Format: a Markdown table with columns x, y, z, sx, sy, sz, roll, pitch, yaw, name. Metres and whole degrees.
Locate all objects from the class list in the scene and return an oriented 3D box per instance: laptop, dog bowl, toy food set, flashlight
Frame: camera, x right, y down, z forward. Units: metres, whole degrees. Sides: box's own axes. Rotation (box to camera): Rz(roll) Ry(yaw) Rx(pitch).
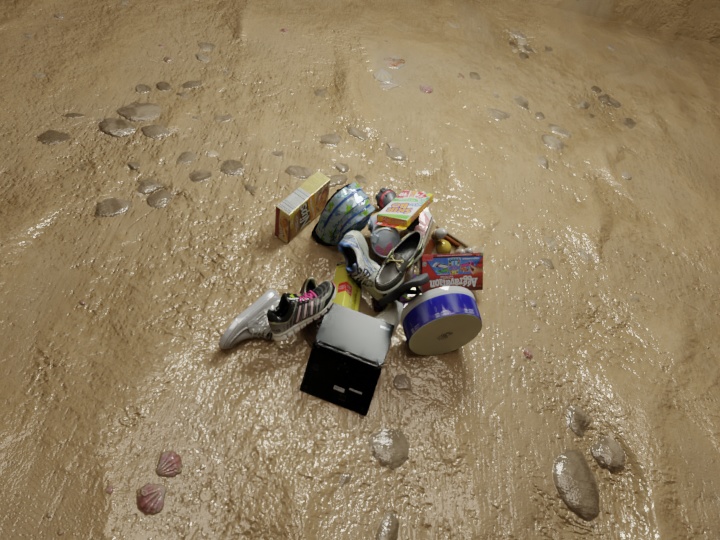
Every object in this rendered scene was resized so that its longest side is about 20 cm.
| x | y | z | sx | sy | sz | roll | pitch | yaw | name |
| --- | --- | --- | --- | --- | --- | --- | --- | --- | --- |
| -0.031 | 0.211 | 1.334 | 0.173 | 0.205 | 0.103 | 19 | 12 | 5 | laptop |
| 0.203 | 0.129 | 1.385 | 0.194 | 0.202 | 0.080 | -4 | 54 | -15 | dog bowl |
| 0.253 | -0.044 | 1.556 | 0.197 | 0.060 | 0.147 | 28 | 72 | -20 | toy food set |
| 0.112 | -0.189 | 1.648 | 0.068 | 0.068 | 0.200 | -47 | 33 | 0 | flashlight |

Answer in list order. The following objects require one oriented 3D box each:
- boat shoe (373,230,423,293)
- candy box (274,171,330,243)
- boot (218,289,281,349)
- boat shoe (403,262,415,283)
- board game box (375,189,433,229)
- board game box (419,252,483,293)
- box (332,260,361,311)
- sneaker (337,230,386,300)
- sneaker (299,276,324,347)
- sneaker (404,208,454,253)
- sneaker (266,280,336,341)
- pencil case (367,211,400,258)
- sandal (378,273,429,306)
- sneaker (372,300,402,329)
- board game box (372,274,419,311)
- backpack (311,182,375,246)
| x | y | z | sx | sy | sz | roll | pitch | yaw | name |
| --- | --- | --- | --- | --- | --- | --- | --- | --- | --- |
| 0.098 | -0.025 | 1.429 | 0.071 | 0.061 | 0.202 | 26 | 55 | 24 | boat shoe |
| -0.168 | -0.186 | 1.610 | 0.055 | 0.117 | 0.200 | 30 | 52 | 15 | candy box |
| -0.251 | 0.141 | 1.366 | 0.095 | 0.074 | 0.200 | 39 | 61 | 9 | boot |
| 0.112 | -0.019 | 1.540 | 0.069 | 0.078 | 0.201 | 3 | 22 | -2 | boat shoe |
| 0.122 | -0.171 | 1.533 | 0.093 | 0.031 | 0.200 | 12 | 37 | 26 | board game box |
| 0.252 | 0.006 | 1.527 | 0.194 | 0.019 | 0.106 | -3 | 96 | -22 | board game box |
| -0.040 | 0.074 | 1.454 | 0.049 | 0.076 | 0.204 | -16 | 44 | 28 | box |
| 0.000 | 0.000 | 1.452 | 0.203 | 0.076 | 0.085 | 58 | 37 | -2 | sneaker |
| -0.118 | 0.109 | 1.414 | 0.068 | 0.076 | 0.203 | -9 | 54 | -19 | sneaker |
| 0.193 | -0.095 | 1.649 | 0.103 | 0.076 | 0.203 | -26 | 69 | -11 | sneaker |
| -0.146 | 0.081 | 1.336 | 0.198 | 0.089 | 0.074 | -37 | 34 | -12 | sneaker |
| 0.065 | -0.105 | 1.561 | 0.090 | 0.084 | 0.201 | 36 | 15 | -14 | pencil case |
| 0.114 | 0.056 | 1.364 | 0.075 | 0.200 | 0.044 | -26 | 84 | -30 | sandal |
| 0.040 | 0.137 | 1.407 | 0.085 | 0.072 | 0.202 | 43 | 55 | -12 | sneaker |
| 0.129 | 0.062 | 1.535 | 0.194 | 0.033 | 0.123 | 4 | 54 | -9 | board game box |
| -0.041 | -0.159 | 1.562 | 0.161 | 0.202 | 0.154 | -29 | 63 | -31 | backpack |
